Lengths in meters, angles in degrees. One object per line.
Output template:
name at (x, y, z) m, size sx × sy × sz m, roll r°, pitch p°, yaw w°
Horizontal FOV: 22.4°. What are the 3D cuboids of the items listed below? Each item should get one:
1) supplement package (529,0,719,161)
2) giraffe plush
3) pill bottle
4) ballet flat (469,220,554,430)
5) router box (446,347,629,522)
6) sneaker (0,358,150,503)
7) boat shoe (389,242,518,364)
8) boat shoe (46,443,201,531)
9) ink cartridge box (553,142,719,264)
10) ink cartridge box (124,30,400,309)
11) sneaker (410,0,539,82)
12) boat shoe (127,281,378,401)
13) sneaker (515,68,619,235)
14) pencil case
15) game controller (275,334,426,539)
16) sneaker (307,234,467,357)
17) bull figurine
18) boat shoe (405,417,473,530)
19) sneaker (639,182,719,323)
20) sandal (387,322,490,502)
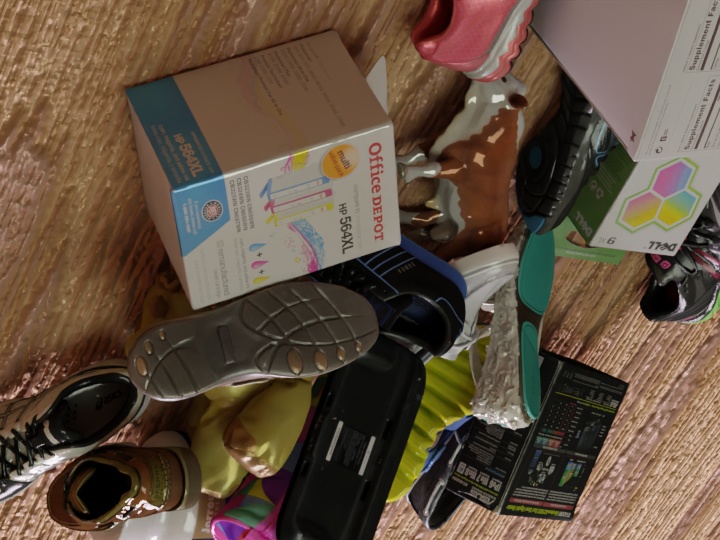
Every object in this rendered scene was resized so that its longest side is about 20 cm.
supplement package at (0.226, -0.206, 1.374) m, size 0.110 × 0.200 × 0.157 m, roll -7°, pitch 133°, yaw -24°
giraffe plush at (-0.119, 0.066, 1.497) m, size 0.162 × 0.173 × 0.200 m, roll 34°, pitch 123°, yaw -22°
pill bottle at (-0.137, 0.201, 1.627) m, size 0.199 × 0.116 × 0.116 m, roll 3°, pitch 129°, yaw -31°
ballet flat at (0.127, 0.043, 1.599) m, size 0.071 × 0.201 × 0.072 m, roll 7°, pitch 154°, yaw 3°
router box at (0.169, 0.153, 1.707) m, size 0.200 × 0.062 × 0.151 m, roll 20°, pitch 92°, yaw -62°
sneaker at (-0.265, 0.131, 1.498) m, size 0.199 × 0.076 × 0.088 m, roll -33°, pitch -178°, yaw -7°
boat shoe at (0.068, 0.047, 1.585) m, size 0.200 × 0.069 × 0.072 m, roll -35°, pitch 163°, yaw 29°
boat shoe at (-0.215, 0.177, 1.505) m, size 0.068 × 0.073 × 0.199 m, roll -1°, pitch 165°, yaw -41°
ink cartridge box at (0.251, -0.070, 1.623) m, size 0.103 × 0.059 × 0.201 m, roll 6°, pitch 127°, yaw -33°
ink cartridge box at (-0.061, -0.082, 1.391) m, size 0.199 × 0.126 × 0.129 m, roll -18°, pitch 136°, yaw -12°
sneaker at (0.102, -0.231, 1.379) m, size 0.086 × 0.074 × 0.201 m, roll 7°, pitch 125°, yaw -29°
boat shoe at (-0.085, 0.053, 1.408) m, size 0.198 × 0.076 × 0.072 m, roll -8°, pitch 178°, yaw -14°
sneaker at (0.196, -0.112, 1.544) m, size 0.081 × 0.073 × 0.201 m, roll -1°, pitch 131°, yaw -30°
pencil case at (-0.047, 0.169, 1.572) m, size 0.200 × 0.088 × 0.089 m, roll -54°, pitch 147°, yaw -29°
game controller at (-0.007, 0.151, 1.528) m, size 0.104 × 0.042 × 0.201 m, roll 27°, pitch 78°, yaw -36°
sneaker at (0.000, 0.000, 1.485) m, size 0.199 × 0.078 × 0.070 m, roll 26°, pitch 125°, yaw -11°
bull figurine at (0.083, -0.081, 1.517) m, size 0.121 × 0.065 × 0.201 m, roll -16°, pitch 135°, yaw -11°
boat shoe at (0.115, 0.171, 1.772) m, size 0.073 × 0.068 × 0.200 m, roll 24°, pitch 116°, yaw -42°
sneaker at (0.311, -0.021, 1.692) m, size 0.083 × 0.077 × 0.201 m, roll -13°, pitch 134°, yaw -24°
sandal at (0.070, 0.129, 1.716) m, size 0.200 × 0.079 × 0.087 m, roll -47°, pitch 169°, yaw 10°
